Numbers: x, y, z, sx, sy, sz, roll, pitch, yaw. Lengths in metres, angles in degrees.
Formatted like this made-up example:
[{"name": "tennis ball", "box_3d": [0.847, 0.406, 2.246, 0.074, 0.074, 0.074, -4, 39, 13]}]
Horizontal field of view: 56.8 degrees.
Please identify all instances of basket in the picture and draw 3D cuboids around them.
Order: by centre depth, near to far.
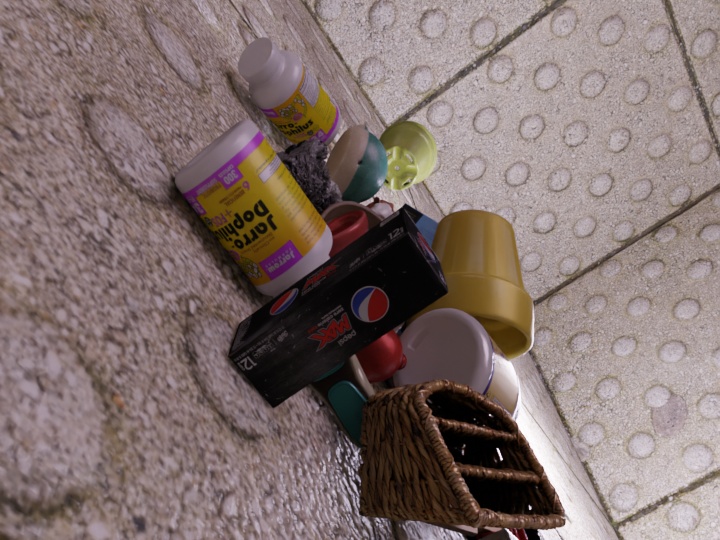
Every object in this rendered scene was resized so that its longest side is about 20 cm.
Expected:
[{"name": "basket", "box_3d": [0.111, 0.188, 0.692, 0.197, 0.146, 0.147, 23, 63, -43]}]

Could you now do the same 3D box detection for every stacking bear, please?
[{"name": "stacking bear", "box_3d": [-0.006, 0.045, 0.838, 0.205, 0.119, 0.113, 68, -16, -13]}]

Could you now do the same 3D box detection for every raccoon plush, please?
[{"name": "raccoon plush", "box_3d": [-0.093, -0.093, 0.951, 0.201, 0.095, 0.137, -49, 123, -46]}]

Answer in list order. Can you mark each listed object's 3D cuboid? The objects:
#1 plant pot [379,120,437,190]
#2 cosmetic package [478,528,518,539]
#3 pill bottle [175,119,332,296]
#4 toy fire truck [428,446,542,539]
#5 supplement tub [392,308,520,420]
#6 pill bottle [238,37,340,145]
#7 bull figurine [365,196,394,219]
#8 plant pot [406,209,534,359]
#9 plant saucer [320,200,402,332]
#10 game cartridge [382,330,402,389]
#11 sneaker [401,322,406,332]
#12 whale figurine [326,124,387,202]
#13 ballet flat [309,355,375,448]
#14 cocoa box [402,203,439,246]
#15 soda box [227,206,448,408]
[{"name": "plant pot", "box_3d": [0.126, -0.336, 2.032, 0.203, 0.197, 0.185, 55, 25, -11]}, {"name": "cosmetic package", "box_3d": [0.178, 0.392, 0.763, 0.200, 0.102, 0.088, 47, 19, -35]}, {"name": "pill bottle", "box_3d": [-0.097, -0.048, 0.706, 0.202, 0.103, 0.105, 53, 14, -19]}, {"name": "toy fire truck", "box_3d": [0.144, 0.297, 0.856, 0.178, 0.126, 0.202, -106, 169, -50]}, {"name": "supplement tub", "box_3d": [0.142, 0.157, 0.936, 0.200, 0.143, 0.148, 43, 19, -51]}, {"name": "pill bottle", "box_3d": [-0.121, -0.298, 1.137, 0.200, 0.103, 0.106, 41, 21, -50]}, {"name": "bull figurine", "box_3d": [0.014, -0.075, 1.136, 0.066, 0.120, 0.200, 55, 13, -3]}, {"name": "plant pot", "box_3d": [0.176, 0.020, 1.049, 0.200, 0.196, 0.194, 42, 50, -49]}, {"name": "plant saucer", "box_3d": [0.000, 0.000, 0.960, 0.197, 0.029, 0.206, 22, 57, -38]}, {"name": "game cartridge", "box_3d": [0.046, 0.123, 1.019, 0.129, 0.038, 0.204, 23, 38, -61]}, {"name": "sneaker", "box_3d": [0.115, 0.106, 1.142, 0.201, 0.081, 0.086, 50, -12, -29]}, {"name": "whale figurine", "box_3d": [-0.013, -0.183, 1.217, 0.102, 0.163, 0.200, 25, -3, -14]}, {"name": "ballet flat", "box_3d": [-0.029, 0.103, 0.717, 0.070, 0.068, 0.204, -88, 154, -67]}, {"name": "cocoa box", "box_3d": [0.134, -0.008, 1.262, 0.199, 0.132, 0.133, 36, -5, 41]}, {"name": "soda box", "box_3d": [-0.021, 0.035, 0.599, 0.071, 0.197, 0.064, 51, 15, -21]}]
